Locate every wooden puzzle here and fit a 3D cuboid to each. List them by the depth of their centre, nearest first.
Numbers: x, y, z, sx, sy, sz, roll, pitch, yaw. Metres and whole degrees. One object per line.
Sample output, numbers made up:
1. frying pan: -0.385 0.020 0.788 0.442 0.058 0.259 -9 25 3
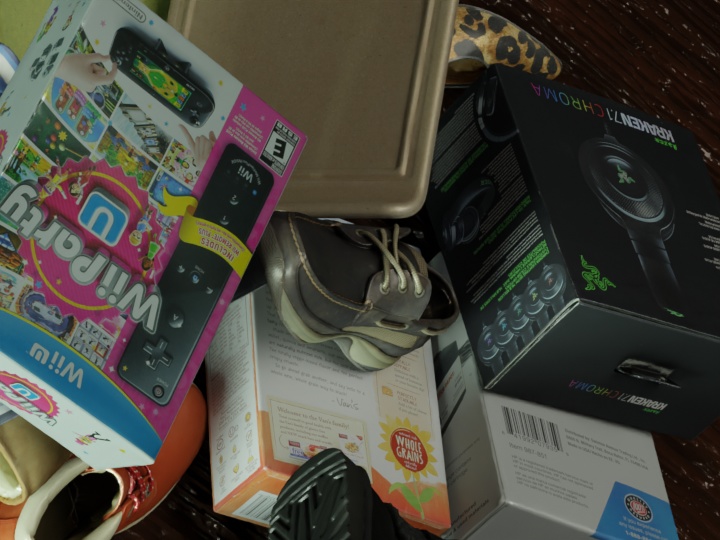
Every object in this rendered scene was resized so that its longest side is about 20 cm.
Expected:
1. wooden puzzle: -0.033 -0.113 1.546 0.037 0.184 0.201 53 44 -54

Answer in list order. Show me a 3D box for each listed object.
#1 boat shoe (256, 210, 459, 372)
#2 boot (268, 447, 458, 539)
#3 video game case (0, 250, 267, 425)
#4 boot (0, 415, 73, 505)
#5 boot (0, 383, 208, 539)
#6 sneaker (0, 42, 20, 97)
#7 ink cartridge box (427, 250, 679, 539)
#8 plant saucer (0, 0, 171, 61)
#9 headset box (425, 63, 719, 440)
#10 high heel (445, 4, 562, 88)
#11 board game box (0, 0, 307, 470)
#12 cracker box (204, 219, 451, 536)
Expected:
1. boat shoe: 0.000 0.000 1.480 0.200 0.073 0.075 29 40 -68
2. boot: 0.024 0.205 1.423 0.158 0.079 0.212 42 33 -24
3. video game case: -0.147 -0.021 1.394 0.199 0.019 0.144 -28 100 -37
4. boot: -0.166 -0.005 1.424 0.175 0.066 0.200 51 57 -7
5. boot: -0.138 0.115 1.479 0.200 0.107 0.075 -39 100 -39
6. sneaker: -0.196 -0.033 1.497 0.082 0.074 0.201 -35 93 -36
7. ink cartridge box: 0.101 0.100 1.633 0.145 0.084 0.201 21 41 -32
8. plant saucer: -0.140 -0.144 1.592 0.199 0.031 0.201 11 71 -35
9. headset box: 0.143 -0.004 1.628 0.173 0.093 0.201 16 43 -35
10. high heel: 0.035 -0.096 1.681 0.199 0.071 0.143 8 66 -19
11. board game box: -0.130 -0.023 1.357 0.147 0.064 0.201 37 64 -26
12. cracker box: -0.023 0.061 1.573 0.133 0.058 0.201 20 48 -31
